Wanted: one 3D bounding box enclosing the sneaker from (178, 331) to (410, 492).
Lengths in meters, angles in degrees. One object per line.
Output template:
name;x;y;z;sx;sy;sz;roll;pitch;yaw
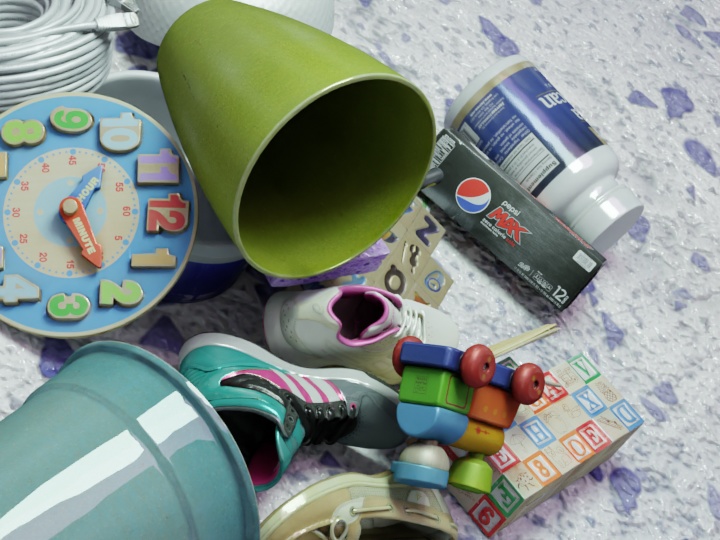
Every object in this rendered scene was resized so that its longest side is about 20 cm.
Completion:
sneaker;-0.050;0.125;1.554;0.200;0.084;0.121;17;36;-13

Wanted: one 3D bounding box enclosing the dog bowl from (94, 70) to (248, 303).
dog bowl;-0.168;-0.071;1.674;0.200;0.079;0.200;22;39;-19

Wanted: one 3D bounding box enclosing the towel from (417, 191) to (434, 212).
towel;-0.030;-0.078;1.840;0.200;0.023;0.153;31;36;-5

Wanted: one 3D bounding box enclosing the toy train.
toy train;0.100;0.127;1.588;0.200;0.085;0.116;22;78;-49

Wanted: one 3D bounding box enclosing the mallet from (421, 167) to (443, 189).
mallet;-0.009;-0.053;1.776;0.200;0.066;0.041;-22;85;-43

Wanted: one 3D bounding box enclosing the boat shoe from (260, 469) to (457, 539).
boat shoe;-0.002;0.199;1.529;0.201;0.073;0.063;-3;51;-51

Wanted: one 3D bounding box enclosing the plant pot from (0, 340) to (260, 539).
plant pot;-0.205;0.175;1.306;0.200;0.200;0.196;47;46;14

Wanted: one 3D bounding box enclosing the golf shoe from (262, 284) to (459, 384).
golf shoe;0.017;0.051;1.651;0.200;0.091;0.075;5;73;-40

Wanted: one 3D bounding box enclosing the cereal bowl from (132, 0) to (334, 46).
cereal bowl;-0.121;-0.269;1.849;0.200;0.083;0.200;3;26;-1

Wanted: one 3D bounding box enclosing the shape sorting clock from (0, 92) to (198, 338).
shape sorting clock;-0.226;-0.045;1.547;0.200;0.039;0.200;1;74;-5

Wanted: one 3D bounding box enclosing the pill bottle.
pill bottle;0.185;-0.108;1.967;0.200;0.111;0.111;49;39;15

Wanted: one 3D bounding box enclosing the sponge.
sponge;-0.067;-0.076;1.662;0.111;0.030;0.200;-9;57;-36

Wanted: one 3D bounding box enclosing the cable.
cable;-0.303;-0.197;1.650;0.200;0.069;0.200;-22;40;-30

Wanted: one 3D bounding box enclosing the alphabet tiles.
alphabet tiles;0.000;0.000;1.716;0.166;0.006;0.200;46;53;-20

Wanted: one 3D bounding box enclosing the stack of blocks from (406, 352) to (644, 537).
stack of blocks;0.144;0.137;1.717;0.115;0.059;0.200;49;39;15

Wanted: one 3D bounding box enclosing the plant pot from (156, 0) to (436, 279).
plant pot;-0.073;-0.127;1.572;0.187;0.187;0.200;-4;39;-41

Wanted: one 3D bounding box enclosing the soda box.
soda box;0.139;-0.050;1.890;0.200;0.063;0.071;42;10;5

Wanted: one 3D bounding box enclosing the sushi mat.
sushi mat;0.081;0.086;1.698;0.200;0.096;0.012;-21;87;-48
